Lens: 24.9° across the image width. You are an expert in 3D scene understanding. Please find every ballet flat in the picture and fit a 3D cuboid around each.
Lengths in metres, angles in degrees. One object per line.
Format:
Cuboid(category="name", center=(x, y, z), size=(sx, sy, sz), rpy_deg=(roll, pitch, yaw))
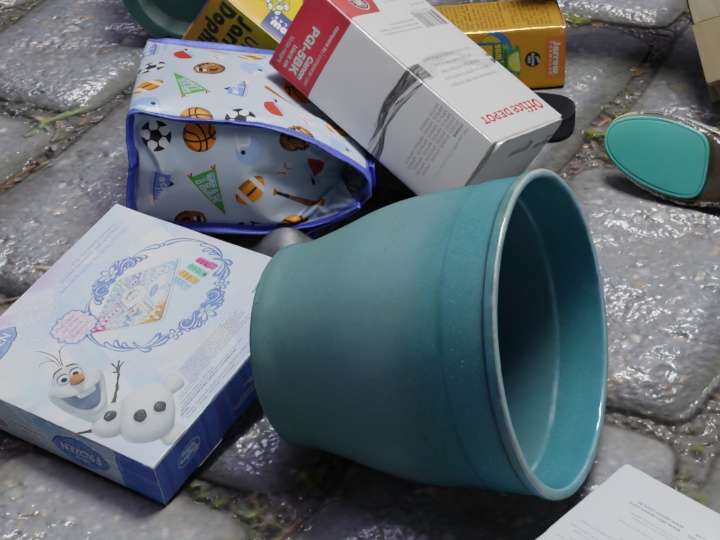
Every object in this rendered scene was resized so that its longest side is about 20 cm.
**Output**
Cuboid(category="ballet flat", center=(0.298, -0.083, 1.342), size=(0.199, 0.073, 0.072), rpy_deg=(18, 39, 29))

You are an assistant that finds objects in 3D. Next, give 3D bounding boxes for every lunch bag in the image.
Cuboid(category="lunch bag", center=(-0.088, -0.106, 1.342), size=(0.197, 0.125, 0.171), rpy_deg=(2, 31, -4))

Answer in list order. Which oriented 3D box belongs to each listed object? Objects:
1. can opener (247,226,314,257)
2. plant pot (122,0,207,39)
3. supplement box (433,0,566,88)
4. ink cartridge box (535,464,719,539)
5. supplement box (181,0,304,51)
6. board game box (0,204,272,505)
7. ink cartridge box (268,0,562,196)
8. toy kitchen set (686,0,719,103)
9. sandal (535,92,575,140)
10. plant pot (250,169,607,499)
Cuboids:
Cuboid(category="can opener", center=(0.000, 0.000, 1.249), size=(0.197, 0.080, 0.063), rpy_deg=(-5, -6, -8))
Cuboid(category="plant pot", center=(-0.157, -0.334, 1.650), size=(0.198, 0.201, 0.189), rpy_deg=(6, 49, 14))
Cuboid(category="supplement box", center=(0.094, -0.209, 1.538), size=(0.197, 0.067, 0.069), rpy_deg=(-6, 33, -3))
Cuboid(category="ink cartridge box", center=(0.168, 0.212, 0.913), size=(0.195, 0.044, 0.199), rpy_deg=(28, 47, 36))
Cuboid(category="supplement box", center=(-0.064, -0.254, 1.509), size=(0.109, 0.109, 0.201), rpy_deg=(38, 53, -6))
Cuboid(category="board game box", center=(-0.157, 0.051, 1.157), size=(0.197, 0.044, 0.200), rpy_deg=(19, 50, 29))
Cuboid(category="ink cartridge box", center=(0.047, -0.146, 1.330), size=(0.200, 0.083, 0.146), rpy_deg=(42, 29, 14))
Cuboid(category="toy kitchen set", center=(0.269, -0.239, 1.525), size=(0.179, 0.202, 0.163), rpy_deg=(-16, -12, 18))
Cuboid(category="sandal", center=(0.095, -0.153, 1.472), size=(0.198, 0.043, 0.076), rpy_deg=(0, 33, 5))
Cuboid(category="plant pot", center=(0.039, 0.046, 1.045), size=(0.186, 0.202, 0.200), rpy_deg=(-5, 30, 27))
